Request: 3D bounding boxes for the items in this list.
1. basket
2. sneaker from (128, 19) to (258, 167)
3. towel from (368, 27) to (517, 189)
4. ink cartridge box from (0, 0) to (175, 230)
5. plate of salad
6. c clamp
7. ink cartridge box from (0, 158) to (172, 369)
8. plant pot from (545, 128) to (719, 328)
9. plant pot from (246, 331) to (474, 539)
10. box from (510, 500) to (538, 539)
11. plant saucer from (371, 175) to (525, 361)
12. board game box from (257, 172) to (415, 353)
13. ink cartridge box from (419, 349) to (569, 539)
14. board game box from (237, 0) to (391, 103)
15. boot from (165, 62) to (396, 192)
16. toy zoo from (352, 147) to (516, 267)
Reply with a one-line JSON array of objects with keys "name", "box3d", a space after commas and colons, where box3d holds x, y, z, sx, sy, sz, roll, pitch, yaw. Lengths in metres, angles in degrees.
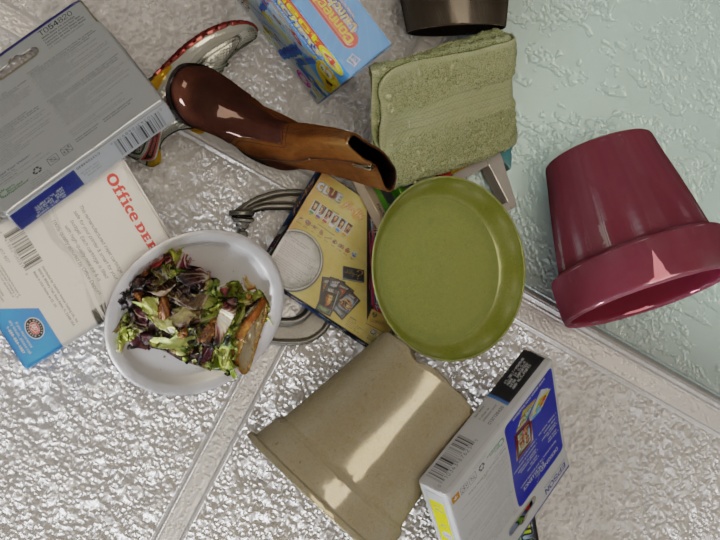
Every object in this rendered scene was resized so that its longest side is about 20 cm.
[{"name": "basket", "box3d": [0.100, -0.366, 1.472, 0.179, 0.136, 0.201, -4, 94, -23]}, {"name": "sneaker", "box3d": [-0.185, -0.195, 1.444, 0.200, 0.078, 0.082, -44, 104, -1]}, {"name": "towel", "box3d": [0.093, -0.174, 1.446, 0.199, 0.036, 0.149, -20, 120, -30]}, {"name": "ink cartridge box", "box3d": [-0.321, -0.166, 1.389, 0.199, 0.041, 0.200, -36, 56, -6]}, {"name": "plate of salad", "box3d": [-0.169, 0.051, 1.395, 0.199, 0.048, 0.201, -13, 124, -20]}, {"name": "c clamp", "box3d": [-0.107, 0.006, 1.474, 0.170, 0.027, 0.201, 6, 88, -11]}, {"name": "ink cartridge box", "box3d": [-0.304, -0.011, 1.404, 0.199, 0.084, 0.146, -32, 96, -11]}, {"name": "plant pot", "box3d": [0.294, -0.051, 1.486, 0.199, 0.200, 0.180, -15, 76, -11]}, {"name": "plant pot", "box3d": [0.014, 0.173, 1.405, 0.200, 0.200, 0.184, 43, 84, -8]}, {"name": "box", "box3d": [0.154, 0.348, 1.519, 0.109, 0.035, 0.201, -10, 91, -12]}, {"name": "plant saucer", "box3d": [0.091, -0.001, 1.450, 0.199, 0.031, 0.201, 1, 87, -30]}, {"name": "board game box", "box3d": [0.000, 0.000, 1.480, 0.200, 0.035, 0.136, 34, 80, -15]}, {"name": "ink cartridge box", "box3d": [0.150, 0.218, 1.439, 0.047, 0.201, 0.198, 24, 58, 31]}, {"name": "board game box", "box3d": [-0.068, -0.282, 1.401, 0.056, 0.196, 0.200, -39, 96, -9]}, {"name": "boot", "box3d": [-0.083, -0.141, 1.360, 0.188, 0.199, 0.069, 44, 72, -47]}, {"name": "toy zoo", "box3d": [0.093, -0.101, 1.498, 0.199, 0.020, 0.132, -29, 92, -27]}]
